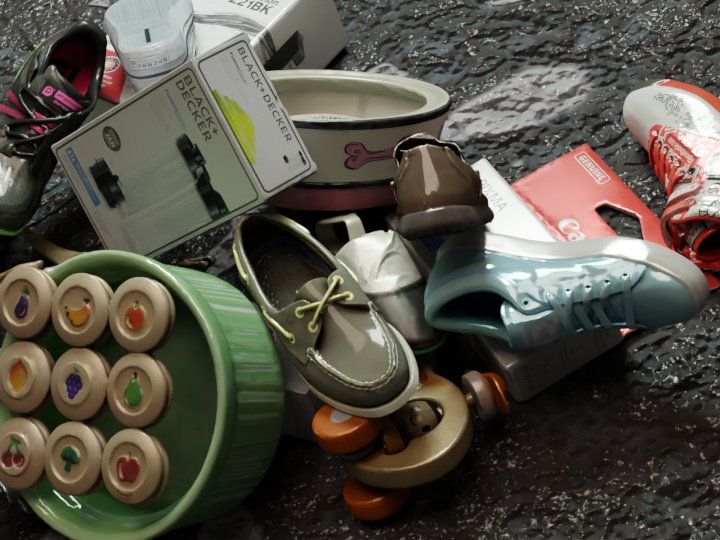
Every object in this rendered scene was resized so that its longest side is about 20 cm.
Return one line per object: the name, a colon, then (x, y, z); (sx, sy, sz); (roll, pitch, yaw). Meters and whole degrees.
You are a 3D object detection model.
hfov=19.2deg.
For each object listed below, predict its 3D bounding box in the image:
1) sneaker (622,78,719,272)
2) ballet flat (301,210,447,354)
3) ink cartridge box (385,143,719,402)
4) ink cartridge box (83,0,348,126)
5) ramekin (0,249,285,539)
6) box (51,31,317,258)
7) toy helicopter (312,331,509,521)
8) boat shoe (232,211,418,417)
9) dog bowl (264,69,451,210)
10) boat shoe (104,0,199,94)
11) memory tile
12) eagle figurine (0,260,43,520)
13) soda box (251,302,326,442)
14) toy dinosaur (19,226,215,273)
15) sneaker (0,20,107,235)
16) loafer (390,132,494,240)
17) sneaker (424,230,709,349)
sneaker: (0.243, -0.069, 1.564); (0.108, 0.068, 0.201); (-36, 48, -25)
ballet flat: (0.000, 0.000, 1.548); (0.068, 0.069, 0.200); (-18, 24, -21)
ink cartridge box: (0.139, -0.016, 1.571); (0.175, 0.045, 0.200); (-30, 44, -8)
ink cartridge box: (-0.129, -0.179, 1.801); (0.144, 0.084, 0.200); (22, 57, 36)
ramekin: (-0.148, 0.088, 1.472); (0.199, 0.097, 0.202); (-1, 87, 32)
box: (-0.134, -0.084, 1.572); (0.060, 0.117, 0.199); (-32, 7, -42)
toy helicopter: (0.046, 0.080, 1.493); (0.131, 0.079, 0.201); (-15, 31, 15)
boat shoe: (-0.030, 0.028, 1.461); (0.072, 0.060, 0.202); (-36, 43, -8)
dog bowl: (-0.029, -0.102, 1.643); (0.198, 0.074, 0.200); (1, 16, 0)
boat shoe: (-0.167, -0.173, 1.701); (0.073, 0.067, 0.200); (-11, 22, 3)
memory tile: (-0.210, 0.076, 1.442); (0.199, 0.017, 0.155); (3, 89, 32)
eagle figurine: (-0.295, 0.111, 1.570); (0.151, 0.150, 0.202); (-34, 63, 47)
soda box: (-0.098, 0.065, 1.563); (0.199, 0.064, 0.069); (12, 54, 29)
toy dinosaur: (-0.213, 0.004, 1.687); (0.198, 0.059, 0.101); (12, 37, 20)
sneaker: (-0.258, -0.120, 1.681); (0.084, 0.076, 0.201); (-37, 30, 58)
loafer: (0.058, -0.063, 1.504); (0.072, 0.072, 0.200); (-8, 3, 0)
sneaker: (0.136, 0.027, 1.446); (0.198, 0.074, 0.082); (2, 46, 27)
